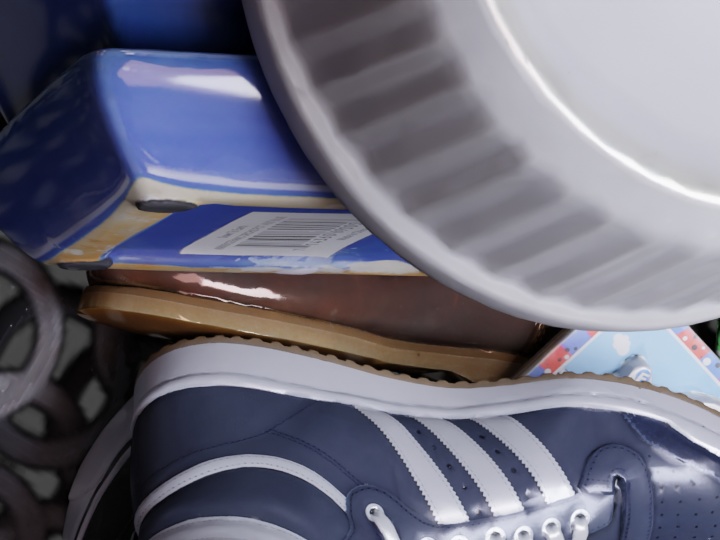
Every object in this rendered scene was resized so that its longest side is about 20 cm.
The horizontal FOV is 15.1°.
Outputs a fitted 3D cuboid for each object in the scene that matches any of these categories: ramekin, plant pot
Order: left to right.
[{"bbox_3d":[-0.013,-0.095,0.762,0.199,0.200,0.180,1,82,-19],"label":"plant pot"},{"bbox_3d":[0.077,-0.087,0.643,0.202,0.094,0.203,1,88,-19],"label":"ramekin"}]

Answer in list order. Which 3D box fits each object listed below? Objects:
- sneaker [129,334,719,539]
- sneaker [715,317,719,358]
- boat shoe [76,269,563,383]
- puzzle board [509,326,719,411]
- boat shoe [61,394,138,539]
[{"bbox_3d":[0.026,0.085,0.810,0.199,0.109,0.070,8,132,-4],"label":"sneaker"},{"bbox_3d":[0.156,0.031,0.961,0.084,0.074,0.200,-36,102,1],"label":"sneaker"},{"bbox_3d":[0.000,0.000,0.887,0.200,0.070,0.071,10,85,-35],"label":"boat shoe"},{"bbox_3d":[0.099,0.118,0.908,0.151,0.017,0.200,-43,110,3],"label":"puzzle board"},{"bbox_3d":[-0.071,0.122,0.860,0.074,0.068,0.200,34,79,-26],"label":"boat shoe"}]
